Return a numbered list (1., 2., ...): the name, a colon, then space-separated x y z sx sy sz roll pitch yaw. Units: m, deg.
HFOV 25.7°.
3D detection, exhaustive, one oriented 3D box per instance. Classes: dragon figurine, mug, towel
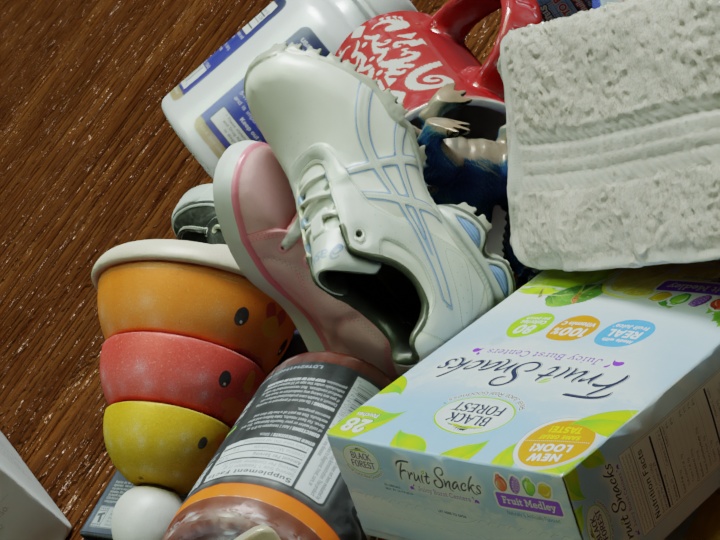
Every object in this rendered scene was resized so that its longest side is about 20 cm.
1. dragon figurine: 0.053 -0.049 0.924 0.059 0.198 0.100 -98 28 -55
2. mug: 0.061 -0.102 1.050 0.177 0.134 0.200 -37 27 10
3. towel: 0.129 -0.068 0.789 0.200 0.034 0.134 -5 89 63

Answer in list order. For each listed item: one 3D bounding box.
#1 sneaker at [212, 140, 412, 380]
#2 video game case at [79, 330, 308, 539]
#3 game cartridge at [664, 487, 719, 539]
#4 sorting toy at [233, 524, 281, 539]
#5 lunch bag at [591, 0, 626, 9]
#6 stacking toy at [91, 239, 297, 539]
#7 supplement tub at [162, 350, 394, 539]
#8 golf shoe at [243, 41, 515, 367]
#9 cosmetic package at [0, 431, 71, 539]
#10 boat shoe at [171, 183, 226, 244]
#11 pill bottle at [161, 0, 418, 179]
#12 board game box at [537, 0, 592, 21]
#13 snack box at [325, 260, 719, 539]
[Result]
1. sneaker: 0.000 0.000 0.928 0.104 0.201 0.076 -7 38 35
2. video game case: -0.097 0.104 1.078 0.142 0.019 0.201 -4 48 46
3. game cartridge: 0.092 0.169 0.771 0.175 0.032 0.201 3 51 50
4. sorting toy: -0.071 0.249 0.700 0.198 0.201 0.070 -34 2 -9
5. lunch bag: 0.208 -0.117 0.804 0.123 0.202 0.170 -24 29 -16
6. stacking toy: -0.117 0.093 1.013 0.145 0.146 0.202 -10 63 42
7. supplement tub: -0.041 0.137 0.844 0.106 0.107 0.200 -21 20 31
8. golf shoe: -0.004 -0.036 0.853 0.097 0.200 0.078 -36 -8 -48
9. cosmetic package: -0.344 0.162 1.144 0.165 0.165 0.200 -46 32 -8
10. boat shoe: -0.084 -0.017 1.159 0.199 0.071 0.064 6 54 49
11. pill bottle: -0.045 -0.150 1.229 0.200 0.120 0.120 -40 31 4
12. board game box: 0.188 -0.255 1.151 0.199 0.062 0.201 -35 32 11
13. snack box: 0.111 0.063 0.776 0.199 0.068 0.168 -35 22 -33
